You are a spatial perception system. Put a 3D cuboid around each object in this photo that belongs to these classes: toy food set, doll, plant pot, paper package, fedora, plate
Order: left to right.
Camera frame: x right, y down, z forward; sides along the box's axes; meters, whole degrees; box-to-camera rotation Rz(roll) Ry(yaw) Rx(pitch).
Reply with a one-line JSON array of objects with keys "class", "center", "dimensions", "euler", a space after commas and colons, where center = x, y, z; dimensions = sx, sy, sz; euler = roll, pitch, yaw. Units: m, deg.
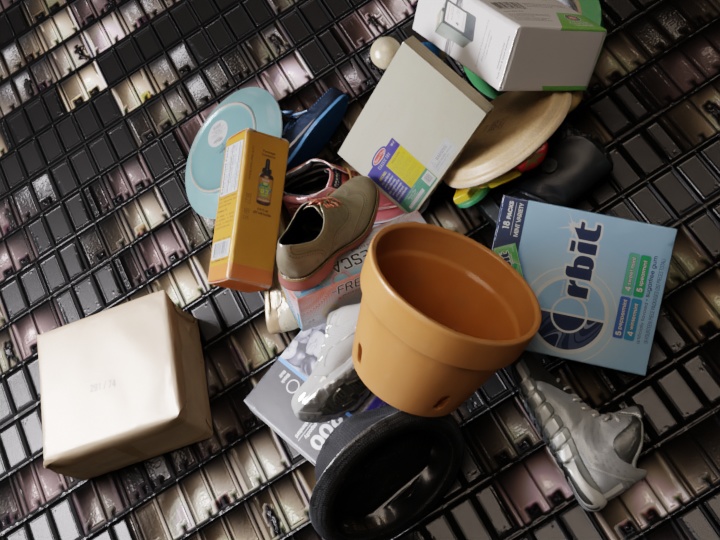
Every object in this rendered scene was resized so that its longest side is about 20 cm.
[{"class": "paper package", "center": [-0.311, 0.150, 1.353], "dimensions": [0.199, 0.104, 0.192], "euler": [-19, 62, 11]}, {"class": "plate", "center": [-0.188, -0.170, 1.459], "dimensions": [0.199, 0.025, 0.202], "euler": [-18, 61, 37]}, {"class": "fedora", "center": [0.017, 0.218, 1.183], "dimensions": [0.200, 0.201, 0.092], "euler": [-42, 42, -4]}, {"class": "doll", "center": [0.073, -0.227, 1.336], "dimensions": [0.048, 0.200, 0.137], "euler": [26, 77, 42]}, {"class": "plant pot", "center": [0.077, 0.062, 1.127], "dimensions": [0.200, 0.199, 0.141], "euler": [47, 127, 29]}, {"class": "toy food set", "center": [0.185, -0.168, 1.309], "dimensions": [0.197, 0.049, 0.201], "euler": [-24, 29, 34]}]

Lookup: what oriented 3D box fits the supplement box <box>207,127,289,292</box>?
[{"class": "supplement box", "center": [-0.145, -0.077, 1.339], "dimensions": [0.069, 0.066, 0.202], "euler": [-9, 71, 57]}]

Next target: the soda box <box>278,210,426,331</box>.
[{"class": "soda box", "center": [0.000, 0.000, 1.300], "dimensions": [0.199, 0.069, 0.064], "euler": [-22, 52, -12]}]

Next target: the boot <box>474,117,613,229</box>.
[{"class": "boot", "center": [0.250, -0.086, 1.283], "dimensions": [0.168, 0.076, 0.200], "euler": [-39, 54, 3]}]

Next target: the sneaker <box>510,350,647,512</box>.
[{"class": "sneaker", "center": [0.258, 0.162, 1.178], "dimensions": [0.115, 0.075, 0.201], "euler": [-27, 71, 0]}]

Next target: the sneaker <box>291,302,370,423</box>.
[{"class": "sneaker", "center": [-0.018, 0.098, 1.253], "dimensions": [0.200, 0.078, 0.099], "euler": [-43, 54, -17]}]

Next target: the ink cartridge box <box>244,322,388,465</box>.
[{"class": "ink cartridge box", "center": [-0.014, 0.148, 1.287], "dimensions": [0.199, 0.043, 0.198], "euler": [35, 80, 28]}]

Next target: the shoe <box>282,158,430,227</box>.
[{"class": "shoe", "center": [-0.012, -0.103, 1.372], "dimensions": [0.198, 0.091, 0.072], "euler": [-5, 65, 17]}]

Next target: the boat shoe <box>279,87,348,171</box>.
[{"class": "boat shoe", "center": [-0.100, -0.184, 1.443], "dimensions": [0.069, 0.084, 0.200], "euler": [39, 80, 19]}]

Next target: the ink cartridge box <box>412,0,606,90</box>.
[{"class": "ink cartridge box", "center": [0.181, -0.301, 1.285], "dimensions": [0.145, 0.085, 0.200], "euler": [-6, 36, -31]}]

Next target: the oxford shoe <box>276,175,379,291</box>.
[{"class": "oxford shoe", "center": [-0.035, -0.063, 1.262], "dimensions": [0.070, 0.075, 0.200], "euler": [14, 47, 25]}]

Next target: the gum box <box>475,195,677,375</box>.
[{"class": "gum box", "center": [0.246, 0.015, 1.193], "dimensions": [0.198, 0.045, 0.171], "euler": [11, 96, 6]}]

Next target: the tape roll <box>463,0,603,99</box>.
[{"class": "tape roll", "center": [0.231, -0.325, 1.417], "dimensions": [0.199, 0.048, 0.202], "euler": [-7, 65, 15]}]

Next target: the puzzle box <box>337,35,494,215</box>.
[{"class": "puzzle box", "center": [0.063, -0.172, 1.276], "dimensions": [0.133, 0.200, 0.025], "euler": [42, 45, 6]}]

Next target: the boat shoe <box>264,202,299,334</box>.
[{"class": "boat shoe", "center": [-0.115, -0.014, 1.378], "dimensions": [0.064, 0.071, 0.201], "euler": [-17, 63, 10]}]
